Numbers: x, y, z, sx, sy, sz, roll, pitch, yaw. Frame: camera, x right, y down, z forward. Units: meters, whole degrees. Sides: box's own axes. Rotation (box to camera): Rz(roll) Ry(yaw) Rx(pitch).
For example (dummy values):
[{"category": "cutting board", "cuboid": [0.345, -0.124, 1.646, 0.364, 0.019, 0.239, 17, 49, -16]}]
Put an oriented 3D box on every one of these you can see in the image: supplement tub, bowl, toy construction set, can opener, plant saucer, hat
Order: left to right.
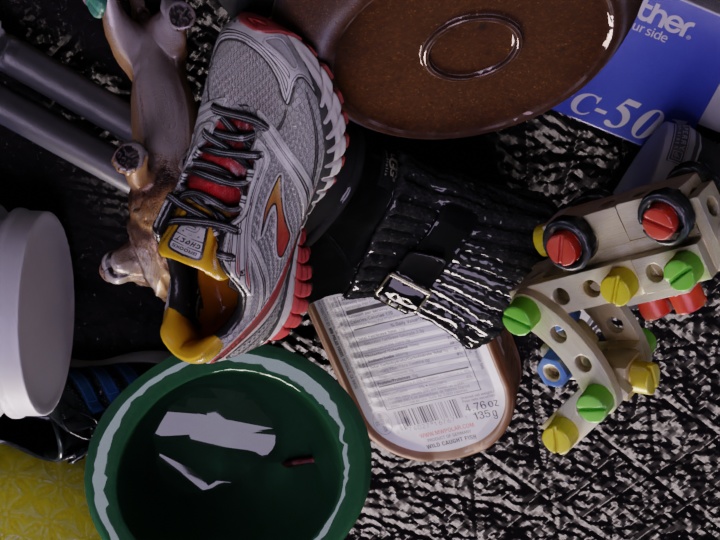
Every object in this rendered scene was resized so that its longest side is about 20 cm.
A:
[{"category": "supplement tub", "cuboid": [-0.284, 0.024, 1.266, 0.198, 0.145, 0.146, 1, 125, 8]}, {"category": "can opener", "cuboid": [-0.206, -0.113, 1.225, 0.199, 0.067, 0.054, 29, 92, -20]}, {"category": "bowl", "cuboid": [-0.229, 0.222, 1.421, 0.198, 0.108, 0.201, 4, 125, 6]}, {"category": "hat", "cuboid": [-0.089, 0.098, 1.309, 0.165, 0.176, 0.200, 40, 105, -17]}, {"category": "plant saucer", "cuboid": [0.054, -0.125, 1.070, 0.198, 0.035, 0.201, -7, 149, -5]}, {"category": "toy construction set", "cuboid": [0.161, 0.015, 1.102, 0.199, 0.092, 0.132, -20, 104, 27]}]

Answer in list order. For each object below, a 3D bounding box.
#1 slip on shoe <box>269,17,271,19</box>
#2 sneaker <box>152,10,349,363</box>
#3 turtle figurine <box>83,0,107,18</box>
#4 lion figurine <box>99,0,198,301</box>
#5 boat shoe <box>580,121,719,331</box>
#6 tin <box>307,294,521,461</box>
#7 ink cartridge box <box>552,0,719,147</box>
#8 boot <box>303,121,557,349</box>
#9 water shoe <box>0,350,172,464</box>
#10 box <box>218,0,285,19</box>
[{"category": "slip on shoe", "cuboid": [0.031, -0.165, 1.138, 0.199, 0.061, 0.074, -20, 118, 19]}, {"category": "sneaker", "cuboid": [-0.061, -0.036, 1.075, 0.077, 0.082, 0.201, 24, 124, 28]}, {"category": "turtle figurine", "cuboid": [-0.224, -0.187, 1.069, 0.198, 0.101, 0.150, 2, 142, -14]}, {"category": "lion figurine", "cuboid": [-0.113, -0.089, 1.179, 0.072, 0.202, 0.123, 0, 168, 0]}, {"category": "boat shoe", "cuboid": [0.165, -0.012, 1.197, 0.066, 0.070, 0.200, 21, 142, -5]}, {"category": "tin", "cuboid": [0.032, 0.035, 1.294, 0.111, 0.042, 0.201, -15, 121, 13]}, {"category": "ink cartridge box", "cuboid": [0.205, -0.103, 1.164, 0.199, 0.044, 0.094, 22, 125, -5]}, {"category": "boot", "cuboid": [0.000, 0.002, 1.207, 0.157, 0.080, 0.211, 20, 145, -26]}, {"category": "water shoe", "cuboid": [-0.170, 0.098, 1.341, 0.198, 0.079, 0.072, 4, 126, 6]}, {"category": "box", "cuboid": [-0.050, -0.254, 1.048, 0.148, 0.125, 0.200, -25, 119, 25]}]
